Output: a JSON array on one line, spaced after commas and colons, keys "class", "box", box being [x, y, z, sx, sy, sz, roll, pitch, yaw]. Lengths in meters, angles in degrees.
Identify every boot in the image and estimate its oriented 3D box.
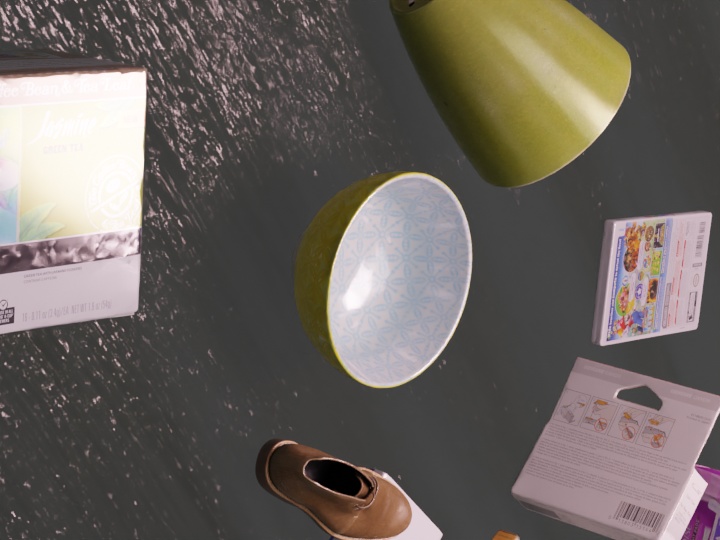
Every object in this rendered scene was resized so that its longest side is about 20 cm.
[{"class": "boot", "box": [-0.008, 0.218, 1.863, 0.200, 0.075, 0.074, 29, 71, -42]}]

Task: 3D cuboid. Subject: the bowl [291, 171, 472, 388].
[{"class": "bowl", "box": [0.000, 0.000, 1.802, 0.200, 0.107, 0.201, -17, 114, -45]}]

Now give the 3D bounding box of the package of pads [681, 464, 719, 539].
[{"class": "package of pads", "box": [0.438, 0.345, 2.381, 0.076, 0.120, 0.201, 10, 93, -43]}]

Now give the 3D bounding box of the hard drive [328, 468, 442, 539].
[{"class": "hard drive", "box": [-0.002, 0.317, 1.954, 0.200, 0.025, 0.132, -58, 136, -19]}]

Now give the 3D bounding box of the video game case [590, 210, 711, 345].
[{"class": "video game case", "box": [0.338, 0.007, 2.251, 0.200, 0.018, 0.144, -6, 106, -47]}]

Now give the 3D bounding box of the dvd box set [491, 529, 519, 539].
[{"class": "dvd box set", "box": [0.124, 0.402, 2.114, 0.200, 0.029, 0.147, -46, 132, -30]}]

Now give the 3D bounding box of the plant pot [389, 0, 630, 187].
[{"class": "plant pot", "box": [0.123, -0.213, 1.849, 0.200, 0.187, 0.187, 43, 68, -29]}]

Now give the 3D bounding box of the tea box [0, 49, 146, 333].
[{"class": "tea box", "box": [-0.278, -0.061, 1.455, 0.200, 0.133, 0.197, -11, 108, -46]}]

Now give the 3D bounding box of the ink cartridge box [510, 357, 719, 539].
[{"class": "ink cartridge box", "box": [0.284, 0.200, 2.107, 0.045, 0.200, 0.177, 46, 67, -45]}]
